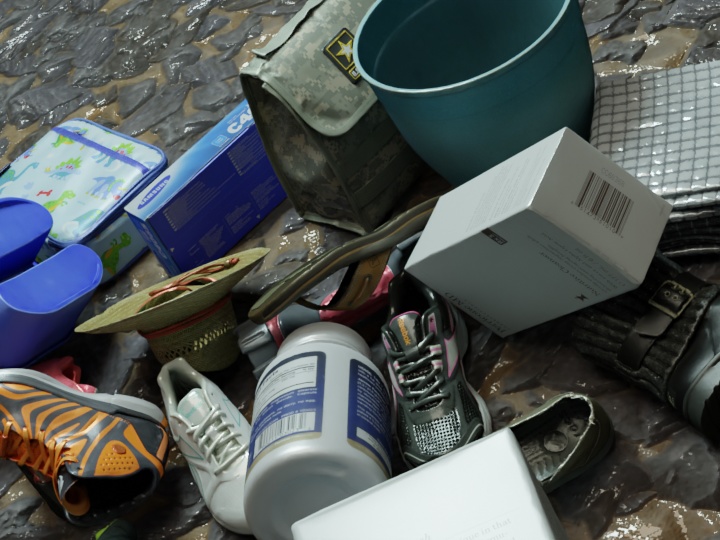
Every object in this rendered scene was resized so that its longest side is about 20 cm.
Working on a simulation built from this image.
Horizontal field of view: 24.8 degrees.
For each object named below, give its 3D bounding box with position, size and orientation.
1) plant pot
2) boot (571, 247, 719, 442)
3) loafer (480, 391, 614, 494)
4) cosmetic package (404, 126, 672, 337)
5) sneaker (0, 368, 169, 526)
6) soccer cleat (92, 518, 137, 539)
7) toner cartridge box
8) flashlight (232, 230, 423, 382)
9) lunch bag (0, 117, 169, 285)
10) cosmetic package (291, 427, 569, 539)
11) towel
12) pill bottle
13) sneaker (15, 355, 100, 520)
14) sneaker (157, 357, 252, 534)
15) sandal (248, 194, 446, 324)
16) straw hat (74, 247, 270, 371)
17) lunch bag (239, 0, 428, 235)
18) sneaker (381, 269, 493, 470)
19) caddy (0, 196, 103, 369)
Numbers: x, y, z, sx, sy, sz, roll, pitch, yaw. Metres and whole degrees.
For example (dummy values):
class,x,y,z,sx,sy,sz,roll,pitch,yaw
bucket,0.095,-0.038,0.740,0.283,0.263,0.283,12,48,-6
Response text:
class,x,y,z,sx,sy,sz,roll,pitch,yaw
plant pot,0.121,-0.156,1.448,0.200,0.188,0.200,-17,41,16
boot,0.277,0.019,1.248,0.211,0.079,0.158,-38,40,-10
loafer,0.099,0.150,1.207,0.200,0.070,0.075,-37,65,-11
cosmetic package,0.134,-0.024,1.277,0.200,0.113,0.081,-32,27,60
sneaker,-0.257,0.146,1.342,0.200,0.078,0.112,6,33,-6
soccer cleat,-0.201,0.282,1.277,0.081,0.068,0.200,11,45,9
toner cartridge box,-0.128,-0.087,1.600,0.200,0.095,0.043,-44,40,-18
flashlight,-0.010,0.031,1.422,0.200,0.068,0.068,-29,55,0
lunch bag,-0.286,-0.077,1.699,0.161,0.083,0.200,-43,42,-20
cosmetic package,0.076,0.248,1.053,0.166,0.167,0.200,-25,38,6
towel,0.290,-0.089,1.359,0.200,0.086,0.166,-9,45,21
pill bottle,-0.031,0.127,1.284,0.111,0.111,0.200,-19,28,12
sneaker,-0.268,0.138,1.458,0.087,0.074,0.200,-31,39,-4
sneaker,-0.120,0.145,1.356,0.070,0.080,0.200,-36,41,-11
sandal,0.000,0.000,1.374,0.200,0.055,0.082,-28,2,-16
straw hat,-0.150,0.052,1.464,0.201,0.085,0.201,-21,8,3
lunch bag,-0.013,-0.163,1.528,0.117,0.200,0.164,16,56,42
sneaker,0.047,0.078,1.319,0.080,0.086,0.200,-24,40,9
caddy,-0.336,0.019,1.531,0.105,0.141,0.200,-52,-6,27
